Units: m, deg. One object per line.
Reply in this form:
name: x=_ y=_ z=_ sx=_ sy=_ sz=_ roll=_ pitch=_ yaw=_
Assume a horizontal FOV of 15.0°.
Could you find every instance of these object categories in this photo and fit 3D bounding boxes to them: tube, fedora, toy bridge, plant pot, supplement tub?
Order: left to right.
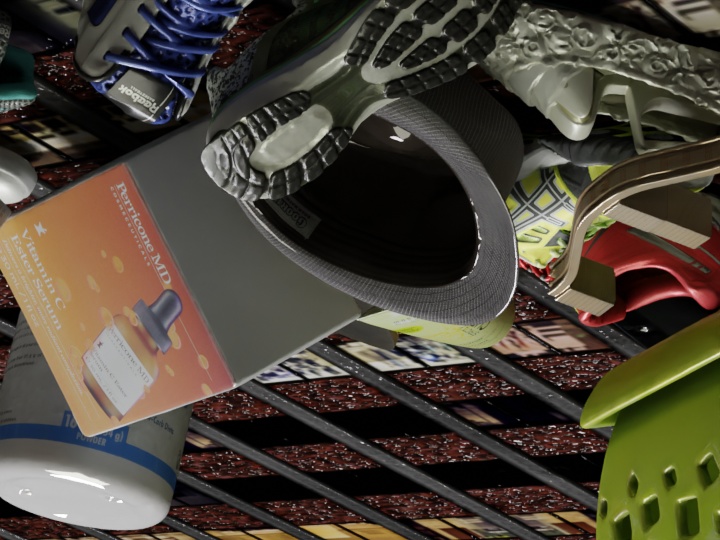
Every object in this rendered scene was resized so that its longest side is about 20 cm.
supplement tub: x=-0.173 y=0.063 z=1.844 sx=0.131 sy=0.201 sz=0.132 roll=10 pitch=160 yaw=4
fedora: x=0.020 y=-0.065 z=1.520 sx=0.199 sy=0.090 sz=0.177 roll=15 pitch=138 yaw=28
tube: x=0.055 y=0.024 z=1.738 sx=0.052 sy=0.058 sz=0.200 roll=32 pitch=-176 yaw=13
toy bridge: x=0.158 y=-0.034 z=1.462 sx=0.067 sy=0.027 sz=0.200 roll=19 pitch=147 yaw=-23
plant pot: x=0.258 y=0.122 z=1.679 sx=0.198 sy=0.182 sz=0.200 roll=-5 pitch=164 yaw=-29

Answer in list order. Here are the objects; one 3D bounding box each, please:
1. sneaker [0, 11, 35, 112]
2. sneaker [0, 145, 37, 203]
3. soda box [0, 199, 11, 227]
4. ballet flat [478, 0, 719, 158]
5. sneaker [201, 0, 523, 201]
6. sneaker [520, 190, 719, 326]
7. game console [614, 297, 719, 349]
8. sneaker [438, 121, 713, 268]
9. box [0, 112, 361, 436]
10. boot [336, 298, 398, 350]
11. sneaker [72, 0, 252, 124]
sneaker: x=-0.246 y=-0.139 z=1.543 sx=0.091 sy=0.078 sz=0.200 roll=-11 pitch=158 yaw=12
sneaker: x=-0.311 y=-0.047 z=1.798 sx=0.199 sy=0.085 sz=0.073 roll=4 pitch=157 yaw=15
soda box: x=-0.309 y=-0.075 z=1.655 sx=0.064 sy=0.068 sz=0.200 roll=-13 pitch=127 yaw=48
ballet flat: x=0.143 y=-0.096 z=1.453 sx=0.199 sy=0.072 sz=0.072 roll=13 pitch=160 yaw=-2
sneaker: x=-0.006 y=-0.126 z=1.391 sx=0.200 sy=0.089 sz=0.077 roll=-34 pitch=137 yaw=8
sneaker: x=0.132 y=-0.008 z=1.656 sx=0.199 sy=0.085 sz=0.077 roll=0 pitch=156 yaw=27
game console: x=0.254 y=0.025 z=1.769 sx=0.176 sy=0.031 sz=0.200 roll=-11 pitch=152 yaw=33
sneaker: x=0.123 y=-0.043 z=1.554 sx=0.075 sy=0.077 sz=0.200 roll=-12 pitch=-174 yaw=-42
box: x=-0.120 y=0.001 z=1.684 sx=0.106 sy=0.153 sz=0.200 roll=-29 pitch=-176 yaw=-34
boot: x=0.000 y=0.000 z=1.765 sx=0.073 sy=0.076 sz=0.200 roll=19 pitch=166 yaw=4
sneaker: x=-0.085 y=-0.137 z=1.393 sx=0.080 sy=0.116 sz=0.199 roll=23 pitch=157 yaw=-31
